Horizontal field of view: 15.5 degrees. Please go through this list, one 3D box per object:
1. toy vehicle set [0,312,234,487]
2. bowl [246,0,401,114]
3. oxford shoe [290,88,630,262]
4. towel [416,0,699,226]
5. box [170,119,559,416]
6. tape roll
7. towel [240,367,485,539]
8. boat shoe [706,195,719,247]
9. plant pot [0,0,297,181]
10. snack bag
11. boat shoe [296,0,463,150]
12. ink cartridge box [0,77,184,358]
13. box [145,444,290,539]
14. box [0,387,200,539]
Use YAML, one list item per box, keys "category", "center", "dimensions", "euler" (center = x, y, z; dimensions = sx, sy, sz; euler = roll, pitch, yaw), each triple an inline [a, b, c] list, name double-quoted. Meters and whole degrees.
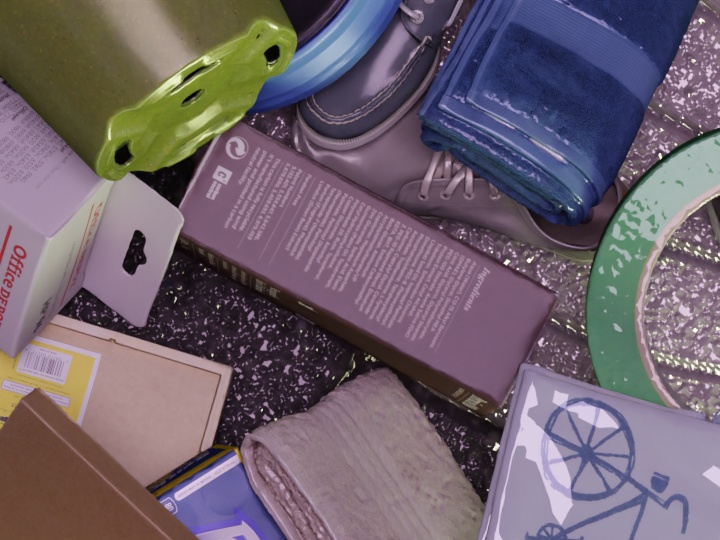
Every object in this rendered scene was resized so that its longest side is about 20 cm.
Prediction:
- category: "toy vehicle set"
  center: [-0.179, 0.084, 1.430]
  dimensions: [0.199, 0.027, 0.125]
  euler: [17, 83, -1]
- category: "bowl"
  center: [-0.067, -0.184, 1.420]
  dimensions: [0.200, 0.039, 0.201]
  euler: [-5, 76, 19]
- category: "oxford shoe"
  center: [0.060, -0.057, 1.445]
  dimensions: [0.199, 0.058, 0.075]
  euler: [19, 85, 0]
- category: "towel"
  center: [0.115, -0.128, 1.425]
  dimensions: [0.111, 0.049, 0.200]
  euler: [31, 62, -6]
- category: "box"
  center: [0.000, 0.000, 1.414]
  dimensions: [0.199, 0.100, 0.075]
  euler: [27, 83, 1]
- category: "tape roll"
  center: [0.218, 0.022, 1.392]
  dimensions: [0.200, 0.048, 0.201]
  euler: [0, 94, 5]
- category: "towel"
  center: [0.029, 0.151, 1.393]
  dimensions: [0.034, 0.132, 0.200]
  euler: [-38, 82, 35]
- category: "boat shoe"
  center: [0.250, 0.024, 1.444]
  dimensions: [0.072, 0.060, 0.202]
  euler: [-24, 86, -8]
- category: "plant pot"
  center: [-0.133, -0.153, 1.326]
  dimensions: [0.200, 0.200, 0.190]
  euler: [-34, 78, -6]
- category: "snack bag"
  center: [0.155, 0.159, 1.344]
  dimensions: [0.199, 0.021, 0.189]
  euler: [14, 76, -4]
- category: "boat shoe"
  center: [0.025, -0.157, 1.435]
  dimensions: [0.073, 0.062, 0.200]
  euler: [30, 74, 15]
- category: "ink cartridge box"
  center: [-0.199, -0.037, 1.381]
  dimensions: [0.200, 0.116, 0.068]
  euler: [35, 53, 7]
- category: "box"
  center: [-0.048, 0.193, 1.392]
  dimensions: [0.070, 0.064, 0.200]
  euler: [-31, 94, -13]
- category: "box"
  center: [-0.133, 0.179, 1.365]
  dimensions: [0.200, 0.021, 0.164]
  euler: [42, 126, 8]
